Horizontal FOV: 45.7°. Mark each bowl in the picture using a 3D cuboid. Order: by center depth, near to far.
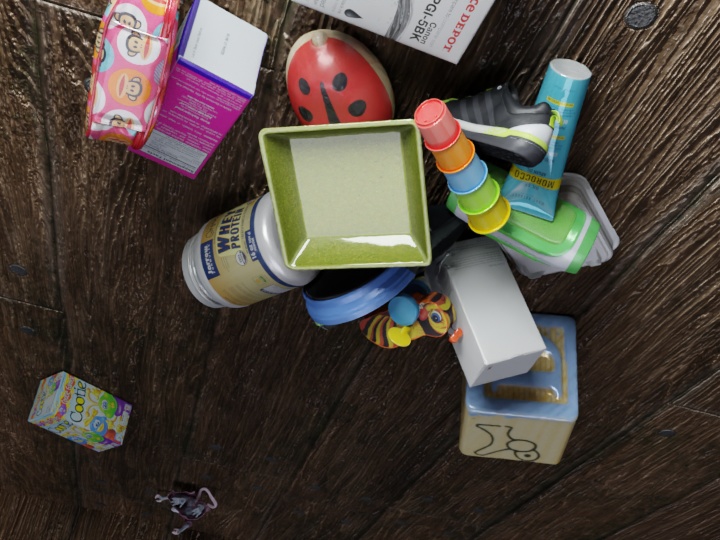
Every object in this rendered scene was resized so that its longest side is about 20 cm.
[{"bbox_3d":[0.000,0.000,1.268,0.197,0.202,0.040,-17,118,33],"label":"bowl"}]

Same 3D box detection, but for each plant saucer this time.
[{"bbox_3d":[-0.013,-0.100,1.068,0.195,0.048,0.203,-2,124,10],"label":"plant saucer"}]

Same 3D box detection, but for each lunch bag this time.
[{"bbox_3d":[-0.253,-0.257,0.950,0.080,0.178,0.202,11,127,-22],"label":"lunch bag"}]

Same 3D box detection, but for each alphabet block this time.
[{"bbox_3d":[0.275,0.207,1.508,0.190,0.200,0.202,6,148,6],"label":"alphabet block"}]

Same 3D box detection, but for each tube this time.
[{"bbox_3d":[0.227,-0.156,1.047,0.076,0.051,0.203,21,129,13],"label":"tube"}]

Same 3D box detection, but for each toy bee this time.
[{"bbox_3d":[0.090,0.070,1.234,0.110,0.130,0.200,52,148,1],"label":"toy bee"}]

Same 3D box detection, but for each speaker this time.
[{"bbox_3d":[0.217,-0.074,1.150,0.197,0.089,0.089,28,148,7],"label":"speaker"}]

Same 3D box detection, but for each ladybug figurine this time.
[{"bbox_3d":[-0.027,-0.209,1.062,0.133,0.073,0.201,-4,145,19],"label":"ladybug figurine"}]

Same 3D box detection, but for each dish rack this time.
[{"bbox_3d":[0.276,-0.054,1.255,0.169,0.044,0.200,-12,141,30],"label":"dish rack"}]

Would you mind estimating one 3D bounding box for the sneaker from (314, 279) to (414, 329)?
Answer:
[{"bbox_3d":[0.016,0.046,1.335,0.076,0.198,0.085,12,125,55],"label":"sneaker"}]

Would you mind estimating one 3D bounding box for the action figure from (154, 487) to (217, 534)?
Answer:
[{"bbox_3d":[-0.526,0.698,2.565,0.147,0.136,0.200,-29,171,-21],"label":"action figure"}]

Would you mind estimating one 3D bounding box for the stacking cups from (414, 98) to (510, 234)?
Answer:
[{"bbox_3d":[0.120,-0.128,1.026,0.059,0.062,0.201,-11,140,27],"label":"stacking cups"}]

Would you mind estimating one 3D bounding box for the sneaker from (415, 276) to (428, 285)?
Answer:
[{"bbox_3d":[0.124,0.057,1.445,0.195,0.077,0.105,12,160,9],"label":"sneaker"}]

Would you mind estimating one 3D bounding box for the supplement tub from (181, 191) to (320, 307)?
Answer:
[{"bbox_3d":[-0.165,-0.027,1.304,0.197,0.147,0.144,-20,138,36],"label":"supplement tub"}]

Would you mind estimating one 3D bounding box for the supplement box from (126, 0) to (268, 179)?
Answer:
[{"bbox_3d":[-0.206,-0.220,1.061,0.102,0.103,0.199,23,145,-23],"label":"supplement box"}]

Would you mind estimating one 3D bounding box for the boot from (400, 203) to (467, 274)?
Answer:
[{"bbox_3d":[0.061,-0.091,1.205,0.168,0.199,0.077,41,125,11],"label":"boot"}]

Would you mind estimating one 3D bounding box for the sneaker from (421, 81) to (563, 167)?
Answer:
[{"bbox_3d":[0.161,-0.187,1.035,0.198,0.084,0.071,28,-178,40],"label":"sneaker"}]

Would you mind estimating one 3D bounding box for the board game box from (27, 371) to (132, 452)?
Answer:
[{"bbox_3d":[-0.654,0.333,2.002,0.102,0.107,0.199,-20,138,36],"label":"board game box"}]

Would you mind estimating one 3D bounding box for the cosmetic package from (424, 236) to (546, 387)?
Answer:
[{"bbox_3d":[0.182,0.058,1.278,0.105,0.203,0.085,-9,153,-19],"label":"cosmetic package"}]

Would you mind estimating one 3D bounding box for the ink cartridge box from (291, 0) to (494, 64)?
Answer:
[{"bbox_3d":[0.044,-0.318,0.870,0.196,0.084,0.147,17,145,-12],"label":"ink cartridge box"}]
